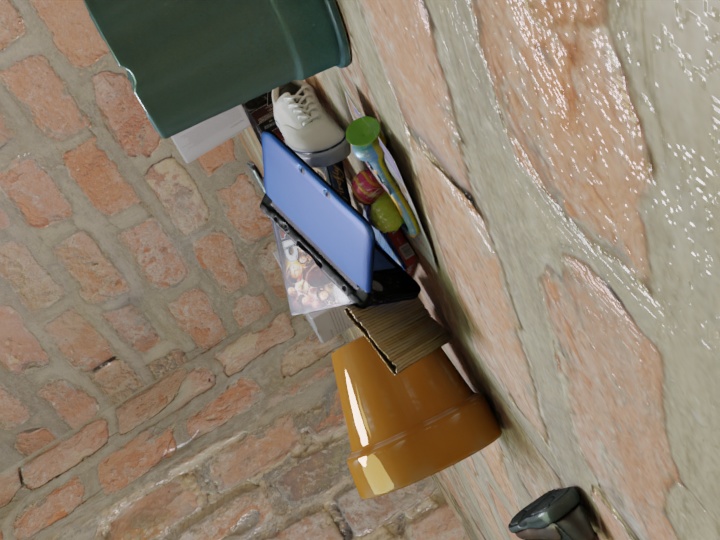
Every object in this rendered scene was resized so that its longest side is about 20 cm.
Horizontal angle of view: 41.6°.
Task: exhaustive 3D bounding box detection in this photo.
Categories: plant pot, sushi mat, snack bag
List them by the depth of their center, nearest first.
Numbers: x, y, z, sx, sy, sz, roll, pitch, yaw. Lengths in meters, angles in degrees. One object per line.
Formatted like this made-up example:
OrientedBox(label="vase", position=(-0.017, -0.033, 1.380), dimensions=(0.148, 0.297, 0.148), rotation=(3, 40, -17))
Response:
OrientedBox(label="plant pot", position=(-0.140, -0.236, 0.896), dimensions=(0.202, 0.195, 0.200), rotation=(59, 175, 8))
OrientedBox(label="sushi mat", position=(0.049, 0.064, 1.133), dimensions=(0.096, 0.012, 0.200), rotation=(50, -158, 10))
OrientedBox(label="plant pot", position=(0.054, 0.164, 1.213), dimensions=(0.200, 0.198, 0.185), rotation=(101, 146, -82))
OrientedBox(label="snack bag", position=(-0.365, -0.316, 3.541), dimensions=(0.190, 0.021, 0.200), rotation=(62, 175, -17))

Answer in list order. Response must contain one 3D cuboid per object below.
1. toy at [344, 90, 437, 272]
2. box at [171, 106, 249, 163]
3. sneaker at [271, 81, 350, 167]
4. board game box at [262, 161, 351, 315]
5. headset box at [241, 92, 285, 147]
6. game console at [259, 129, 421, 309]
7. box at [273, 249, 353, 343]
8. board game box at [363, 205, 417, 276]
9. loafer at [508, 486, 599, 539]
OrientedBox(label="toy", position=(0.020, -0.081, 0.995), dimensions=(0.116, 0.047, 0.201), rotation=(58, 174, 35))
OrientedBox(label="box", position=(-0.418, -0.420, 2.445), dimensions=(0.200, 0.198, 0.131), rotation=(55, 174, 43))
OrientedBox(label="sneaker", position=(-0.072, -0.187, 1.170), dimensions=(0.200, 0.072, 0.071), rotation=(47, 160, 55))
OrientedBox(label="board game box", position=(-0.062, -0.047, 1.310), dimensions=(0.134, 0.034, 0.203), rotation=(-14, 88, 44))
OrientedBox(label="headset box", position=(-0.100, -0.182, 1.441), dimensions=(0.201, 0.077, 0.150), rotation=(58, 174, 42))
OrientedBox(label="game console", position=(-0.019, -0.063, 1.100), dimensions=(0.170, 0.119, 0.200), rotation=(-7, -136, -50))
OrientedBox(label="box", position=(-0.096, 0.038, 2.271), dimensions=(0.201, 0.130, 0.199), rotation=(58, 174, 21))
OrientedBox(label="board game box", position=(0.036, -0.035, 1.236), dimensions=(0.104, 0.019, 0.200), rotation=(61, 175, 9))
OrientedBox(label="loafer", position=(0.208, 0.279, 1.025), dimensions=(0.063, 0.071, 0.200), rotation=(53, 171, 13))
